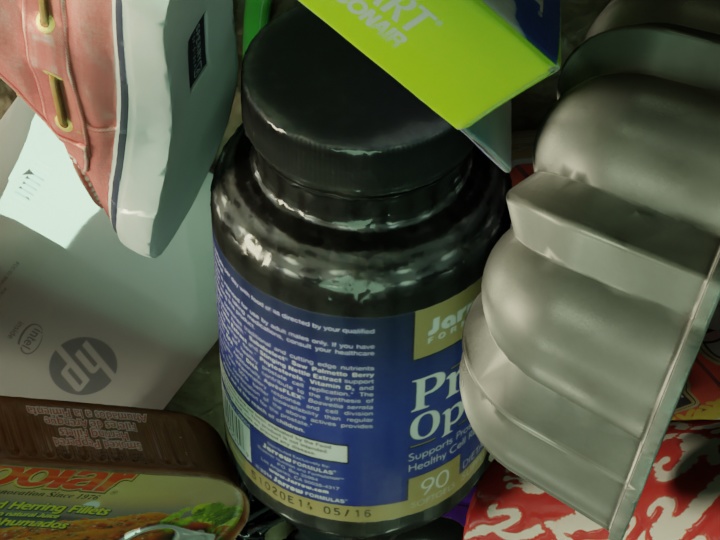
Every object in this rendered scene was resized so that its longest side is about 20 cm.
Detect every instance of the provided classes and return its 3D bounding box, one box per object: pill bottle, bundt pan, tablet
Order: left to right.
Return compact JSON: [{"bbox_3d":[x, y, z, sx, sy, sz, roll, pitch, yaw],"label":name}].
[{"bbox_3d":[-0.132,0.027,0.849,0.130,0.014,0.200,30,110,-25],"label":"tablet"},{"bbox_3d":[0.000,0.000,0.782,0.112,0.112,0.200,4,136,3],"label":"pill bottle"},{"bbox_3d":[0.092,-0.014,0.703,0.076,0.202,0.202,23,140,10],"label":"bundt pan"}]

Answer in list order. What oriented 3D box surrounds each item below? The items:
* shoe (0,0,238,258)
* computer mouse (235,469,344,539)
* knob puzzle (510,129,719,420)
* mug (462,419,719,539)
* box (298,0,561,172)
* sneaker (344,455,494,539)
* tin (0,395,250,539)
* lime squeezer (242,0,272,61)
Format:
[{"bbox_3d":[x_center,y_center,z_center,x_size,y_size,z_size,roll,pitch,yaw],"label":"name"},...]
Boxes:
[{"bbox_3d":[-0.098,-0.081,0.732,0.091,0.072,0.200,24,153,7],"label":"shoe"},{"bbox_3d":[0.016,0.154,1.008,0.200,0.053,0.139,18,137,-13],"label":"computer mouse"},{"bbox_3d":[0.114,0.014,0.850,0.219,0.030,0.220,4,140,3],"label":"knob puzzle"},{"bbox_3d":[0.141,0.137,0.785,0.133,0.178,0.200,7,175,-40],"label":"mug"},{"bbox_3d":[-0.004,-0.133,0.624,0.048,0.122,0.200,-30,128,34],"label":"box"},{"bbox_3d":[0.074,0.143,0.943,0.200,0.100,0.070,25,148,-18],"label":"sneaker"},{"bbox_3d":[-0.134,0.093,0.815,0.200,0.042,0.112,10,141,-44],"label":"tin"},{"bbox_3d":[-0.056,-0.140,0.699,0.071,0.038,0.200,14,153,43],"label":"lime squeezer"}]
